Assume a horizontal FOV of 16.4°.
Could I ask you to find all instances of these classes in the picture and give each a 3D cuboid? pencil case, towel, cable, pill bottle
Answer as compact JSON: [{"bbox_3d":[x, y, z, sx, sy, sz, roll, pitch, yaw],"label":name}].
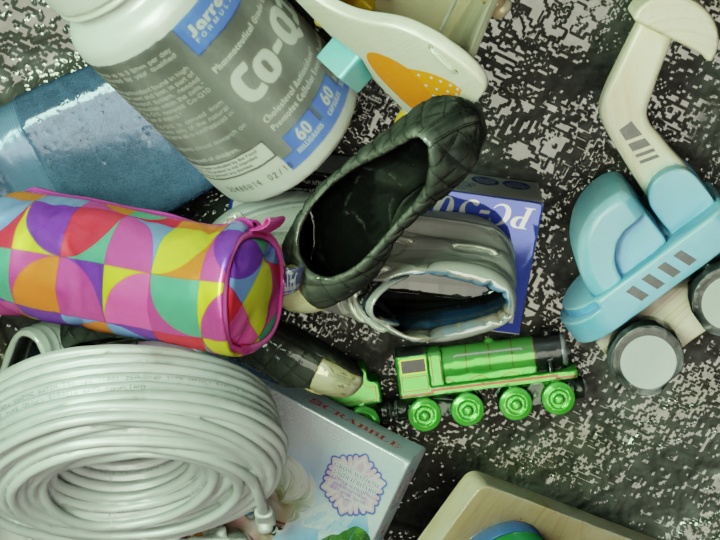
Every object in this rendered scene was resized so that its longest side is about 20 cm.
[{"bbox_3d":[-0.136,-0.002,1.506,0.199,0.088,0.089,7,111,28],"label":"pencil case"},{"bbox_3d":[-0.199,-0.061,1.605,0.200,0.049,0.112,-24,106,7],"label":"towel"},{"bbox_3d":[-0.144,0.109,1.536,0.199,0.069,0.200,0,151,-10],"label":"cable"},{"bbox_3d":[-0.102,-0.143,1.507,0.114,0.114,0.200,-39,124,10],"label":"pill bottle"}]

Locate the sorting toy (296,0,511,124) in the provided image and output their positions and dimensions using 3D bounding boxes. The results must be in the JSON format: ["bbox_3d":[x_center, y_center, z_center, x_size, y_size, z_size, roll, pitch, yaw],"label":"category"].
[{"bbox_3d":[0.002,-0.183,1.520,0.180,0.200,0.107,37,125,-9],"label":"sorting toy"}]

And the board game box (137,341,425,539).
[{"bbox_3d":[-0.087,0.160,1.652,0.200,0.041,0.200,27,106,10],"label":"board game box"}]

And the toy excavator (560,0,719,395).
[{"bbox_3d":[0.184,-0.052,1.594,0.194,0.100,0.200,-38,104,10],"label":"toy excavator"}]

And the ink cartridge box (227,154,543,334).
[{"bbox_3d":[0.012,-0.021,1.627,0.199,0.044,0.094,8,109,-5],"label":"ink cartridge box"}]

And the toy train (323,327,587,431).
[{"bbox_3d":[0.050,0.076,1.664,0.199,0.042,0.057,-8,98,1],"label":"toy train"}]

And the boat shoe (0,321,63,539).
[{"bbox_3d":[-0.226,0.127,1.643,0.073,0.065,0.201,15,100,30],"label":"boat shoe"}]

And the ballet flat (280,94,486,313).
[{"bbox_3d":[0.000,-0.039,1.472,0.067,0.057,0.200,56,132,14],"label":"ballet flat"}]

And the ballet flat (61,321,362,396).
[{"bbox_3d":[-0.094,0.048,1.586,0.199,0.066,0.057,16,89,13],"label":"ballet flat"}]

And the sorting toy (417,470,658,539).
[{"bbox_3d":[0.100,0.254,1.662,0.199,0.070,0.200,23,108,-38],"label":"sorting toy"}]

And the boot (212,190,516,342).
[{"bbox_3d":[0.000,0.000,1.559,0.199,0.096,0.074,0,111,-1],"label":"boot"}]
